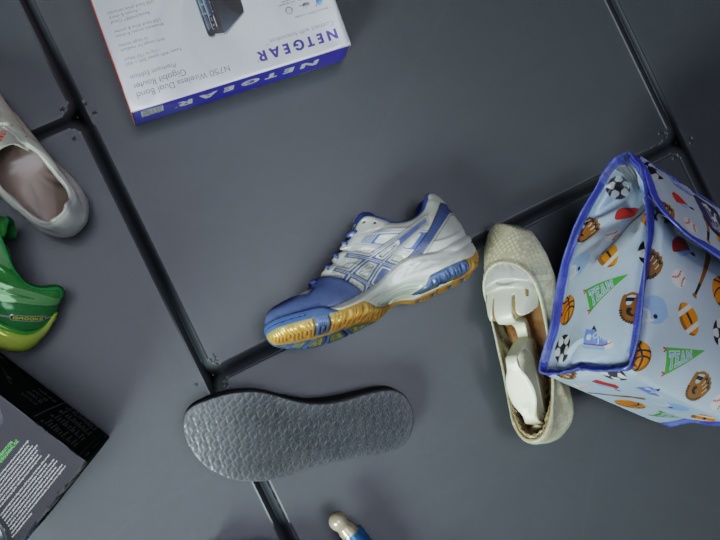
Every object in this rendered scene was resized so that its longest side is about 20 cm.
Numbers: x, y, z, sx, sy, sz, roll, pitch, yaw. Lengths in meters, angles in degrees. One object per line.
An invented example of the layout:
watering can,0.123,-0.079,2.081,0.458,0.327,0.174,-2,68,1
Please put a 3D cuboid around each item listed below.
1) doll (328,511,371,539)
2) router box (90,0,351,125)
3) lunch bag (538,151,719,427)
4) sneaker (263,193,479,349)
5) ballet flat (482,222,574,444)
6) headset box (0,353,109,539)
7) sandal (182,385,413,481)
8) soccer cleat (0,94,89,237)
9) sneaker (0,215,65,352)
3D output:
doll,-0.030,0.270,0.784,0.199,0.048,0.137,8,85,-9
router box,-0.131,-0.243,0.806,0.199,0.049,0.180,-20,89,-11
lunch bag,0.265,0.017,0.803,0.170,0.124,0.201,25,69,-29
sneaker,0.000,0.000,0.807,0.199,0.075,0.088,-23,78,-18
ballet flat,0.144,0.054,0.817,0.062,0.067,0.201,-12,87,-55
headset box,-0.298,0.106,0.685,0.200,0.174,0.093,39,80,-6
sandal,-0.054,0.137,0.800,0.199,0.043,0.076,2,92,-20
soccer cleat,-0.298,-0.105,0.751,0.200,0.078,0.069,42,80,-4
sneaker,-0.321,-0.023,0.746,0.200,0.074,0.084,45,82,-14
